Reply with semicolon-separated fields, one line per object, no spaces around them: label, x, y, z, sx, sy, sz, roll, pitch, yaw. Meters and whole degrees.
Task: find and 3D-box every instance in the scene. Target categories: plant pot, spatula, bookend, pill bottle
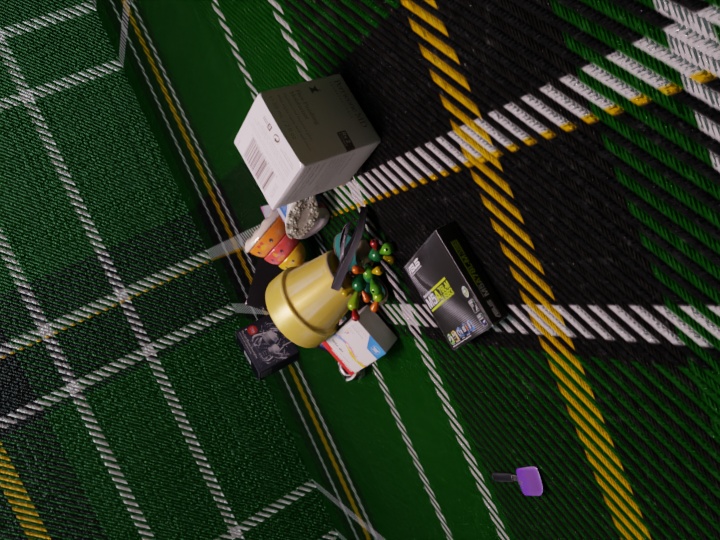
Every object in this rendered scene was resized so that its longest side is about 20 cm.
plant pot;-0.098;0.056;1.701;0.188;0.200;0.202;-37;77;27
spatula;0.316;0.428;1.432;0.200;0.020;0.057;135;120;-72
bookend;-0.195;0.025;1.950;0.092;0.196;0.202;-75;1;-86
pill bottle;-0.171;-0.190;1.773;0.201;0.111;0.113;57;159;18

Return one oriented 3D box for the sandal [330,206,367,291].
sandal;-0.032;-0.048;1.541;0.076;0.042;0.202;-86;17;-72

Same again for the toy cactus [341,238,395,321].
toy cactus;0.009;-0.002;1.556;0.166;0.101;0.201;-105;26;-48

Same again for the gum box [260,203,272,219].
gum box;-0.211;-0.147;1.990;0.200;0.066;0.115;3;117;67

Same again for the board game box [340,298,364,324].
board game box;-0.050;0.082;1.872;0.202;0.064;0.147;68;161;-8

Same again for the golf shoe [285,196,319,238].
golf shoe;-0.142;-0.176;1.658;0.097;0.077;0.202;55;137;49

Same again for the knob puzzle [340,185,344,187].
knob puzzle;-0.074;-0.278;1.540;0.220;0.030;0.221;50;156;32

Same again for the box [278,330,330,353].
box;-0.116;0.190;1.936;0.198;0.050;0.198;23;176;-14

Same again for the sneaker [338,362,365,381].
sneaker;-0.028;0.281;2.039;0.079;0.079;0.200;56;160;15

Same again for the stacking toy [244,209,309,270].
stacking toy;-0.191;-0.051;1.839;0.200;0.147;0.146;40;162;-8

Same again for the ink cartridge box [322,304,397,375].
ink cartridge box;-0.014;0.184;1.753;0.116;0.067;0.200;48;135;-3

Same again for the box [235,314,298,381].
box;-0.368;0.297;2.756;0.201;0.181;0.104;56;158;19

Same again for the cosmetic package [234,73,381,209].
cosmetic package;-0.104;-0.250;1.353;0.166;0.199;0.165;58;144;8

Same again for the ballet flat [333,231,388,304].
ballet flat;0.000;0.000;1.652;0.201;0.068;0.067;60;-176;16

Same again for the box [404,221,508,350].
box;0.170;0.034;1.287;0.194;0.047;0.200;58;159;9
